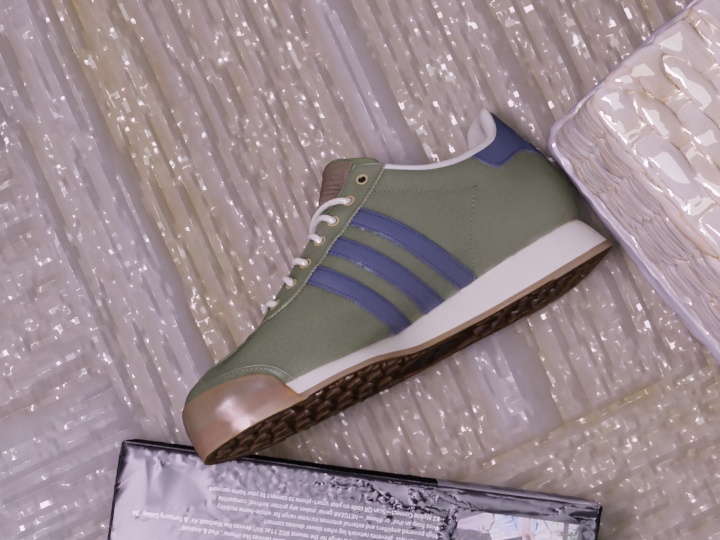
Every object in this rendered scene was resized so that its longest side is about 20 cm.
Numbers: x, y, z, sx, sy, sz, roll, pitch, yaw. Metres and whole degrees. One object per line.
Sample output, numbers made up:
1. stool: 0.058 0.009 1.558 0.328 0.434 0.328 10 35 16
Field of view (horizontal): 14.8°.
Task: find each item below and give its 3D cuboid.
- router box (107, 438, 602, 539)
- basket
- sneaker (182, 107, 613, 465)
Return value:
1. router box: -0.010 0.155 1.141 0.200 0.051 0.150 8 87 0
2. basket: 0.208 -0.050 1.108 0.198 0.161 0.200 -40 85 -3
3. sneaker: 0.000 0.000 1.136 0.200 0.067 0.090 -26 78 -22
